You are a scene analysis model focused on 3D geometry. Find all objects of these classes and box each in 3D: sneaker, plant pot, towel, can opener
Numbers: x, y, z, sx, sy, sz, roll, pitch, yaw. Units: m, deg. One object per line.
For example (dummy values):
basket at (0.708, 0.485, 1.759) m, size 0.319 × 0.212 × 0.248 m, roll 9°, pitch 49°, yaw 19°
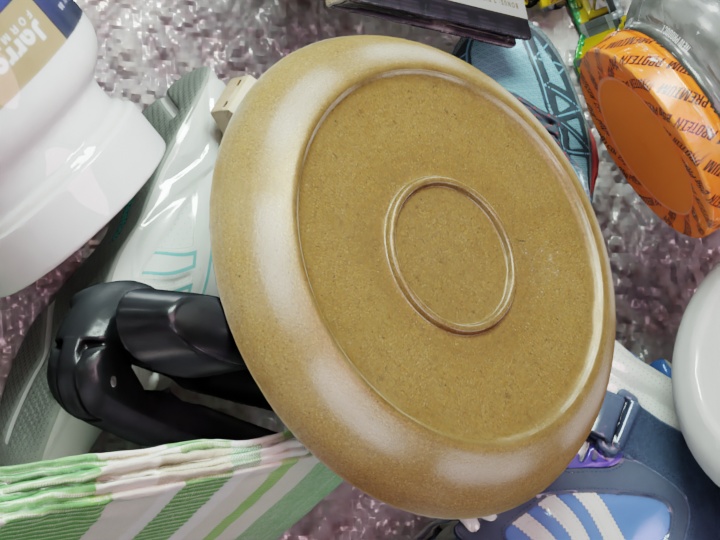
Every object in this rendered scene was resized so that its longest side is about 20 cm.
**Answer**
sneaker at (-0.082, 0.014, 1.233) m, size 0.080 × 0.070 × 0.201 m, roll 38°, pitch 65°, yaw -23°
plant pot at (0.030, -0.003, 1.166) m, size 0.199 × 0.027 × 0.201 m, roll 17°, pitch 62°, yaw -34°
sneaker at (0.076, -0.037, 1.292) m, size 0.079 × 0.096 × 0.201 m, roll 2°, pitch 58°, yaw -9°
towel at (-0.101, 0.099, 1.164) m, size 0.199 × 0.153 × 0.024 m, roll -10°, pitch 70°, yaw -31°
can opener at (-0.060, 0.053, 1.186) m, size 0.200 × 0.078 × 0.064 m, roll 36°, pitch 67°, yaw -60°
sneaker at (0.072, 0.093, 1.311) m, size 0.199 × 0.081 × 0.147 m, roll 1°, pitch 73°, yaw -27°

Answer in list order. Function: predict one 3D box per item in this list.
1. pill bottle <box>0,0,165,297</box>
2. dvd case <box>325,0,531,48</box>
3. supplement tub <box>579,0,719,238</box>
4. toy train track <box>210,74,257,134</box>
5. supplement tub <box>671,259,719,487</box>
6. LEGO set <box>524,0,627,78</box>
pill bottle at (-0.176, -0.092, 1.169) m, size 0.200 × 0.116 × 0.116 m, roll 48°, pitch 62°, yaw -15°
dvd case at (0.011, -0.200, 1.270) m, size 0.148 × 0.016 × 0.201 m, roll 5°, pitch 70°, yaw -57°
supplement tub at (0.203, -0.106, 1.302) m, size 0.199 × 0.122 × 0.123 m, roll -32°, pitch 99°, yaw -13°
toy train track at (0.000, 0.000, 1.268) m, size 0.200 × 0.032 × 0.115 m, roll 59°, pitch 41°, yaw -30°
supplement tub at (0.237, 0.067, 1.332) m, size 0.200 × 0.140 × 0.141 m, roll 34°, pitch 63°, yaw -54°
LEGO set at (0.176, -0.171, 1.385) m, size 0.199 × 0.116 × 0.155 m, roll -18°, pitch 91°, yaw -31°
